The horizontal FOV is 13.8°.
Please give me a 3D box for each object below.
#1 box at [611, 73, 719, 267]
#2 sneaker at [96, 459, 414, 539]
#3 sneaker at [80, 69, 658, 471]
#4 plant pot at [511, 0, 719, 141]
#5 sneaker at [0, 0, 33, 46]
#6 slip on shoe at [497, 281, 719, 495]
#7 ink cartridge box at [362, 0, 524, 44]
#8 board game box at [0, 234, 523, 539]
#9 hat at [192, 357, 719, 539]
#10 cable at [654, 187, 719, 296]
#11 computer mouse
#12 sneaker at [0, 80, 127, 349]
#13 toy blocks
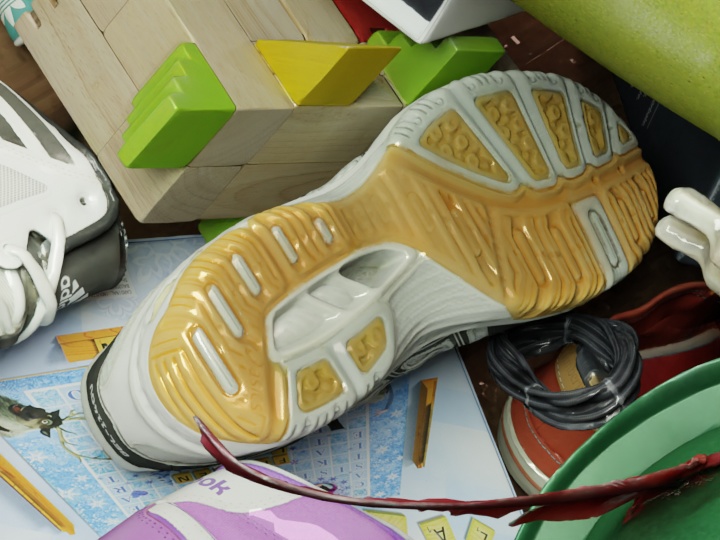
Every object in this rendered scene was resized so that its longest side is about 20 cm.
[{"bbox_3d":[0.174,-0.086,1.026,0.148,0.107,0.200,13,33,-17],"label":"box"},{"bbox_3d":[0.008,0.139,0.787,0.114,0.073,0.201,-36,90,-36],"label":"sneaker"},{"bbox_3d":[0.000,0.000,0.870,0.200,0.088,0.076,-23,86,-38],"label":"sneaker"},{"bbox_3d":[0.095,-0.130,0.772,0.200,0.200,0.193,-33,78,-39],"label":"plant pot"},{"bbox_3d":[-0.041,-0.110,1.012,0.199,0.070,0.094,-1,75,-29],"label":"sneaker"},{"bbox_3d":[0.138,0.032,0.988,0.199,0.061,0.074,-11,60,-33],"label":"slip on shoe"},{"bbox_3d":[0.033,-0.125,0.926,0.099,0.039,0.200,38,24,14],"label":"ink cartridge box"},{"bbox_3d":[-0.046,0.082,0.874,0.199,0.041,0.200,-4,58,-28],"label":"board game box"},{"bbox_3d":[0.099,0.073,0.730,0.200,0.176,0.166,-34,66,-7],"label":"hat"},{"bbox_3d":[0.174,0.029,0.805,0.200,0.050,0.097,36,9,18],"label":"cable"},{"bbox_3d":[0.066,0.007,0.937,0.058,0.034,0.200,-16,23,8],"label":"computer mouse"},{"bbox_3d":[-0.111,0.014,0.815,0.115,0.076,0.201,-1,54,-23],"label":"sneaker"},{"bbox_3d":[-0.037,-0.085,0.905,0.200,0.100,0.137,-4,54,-52],"label":"toy blocks"}]
